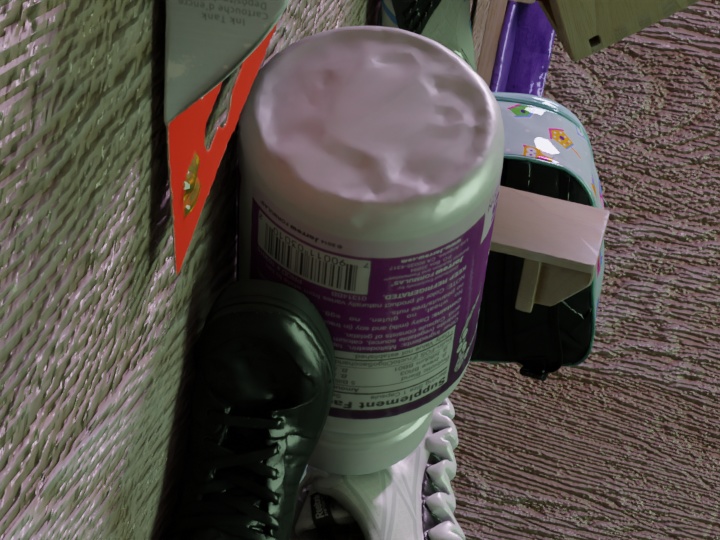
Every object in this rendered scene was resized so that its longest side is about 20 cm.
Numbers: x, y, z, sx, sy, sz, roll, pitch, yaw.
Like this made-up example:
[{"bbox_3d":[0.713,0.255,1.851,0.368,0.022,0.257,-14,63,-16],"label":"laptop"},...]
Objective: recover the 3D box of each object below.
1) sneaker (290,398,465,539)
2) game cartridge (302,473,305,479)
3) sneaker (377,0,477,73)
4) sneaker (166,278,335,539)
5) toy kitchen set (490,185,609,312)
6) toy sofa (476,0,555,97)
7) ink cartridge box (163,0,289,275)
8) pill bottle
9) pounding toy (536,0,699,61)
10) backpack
[{"bbox_3d":[0.003,0.104,0.986,0.075,0.080,0.201,-56,-150,33],"label":"sneaker"},{"bbox_3d":[-0.025,0.023,1.106,0.201,0.040,0.134,-70,174,-56],"label":"game cartridge"},{"bbox_3d":[0.036,-0.163,1.264,0.073,0.071,0.201,47,-30,43],"label":"sneaker"},{"bbox_3d":[-0.052,0.108,0.857,0.105,0.059,0.201,-80,180,-46],"label":"sneaker"},{"bbox_3d":[0.065,0.032,1.325,0.200,0.161,0.182,-64,164,-57],"label":"toy kitchen set"},{"bbox_3d":[0.160,-0.216,2.241,0.083,0.097,0.202,-63,164,-72],"label":"toy sofa"},{"bbox_3d":[-0.026,-0.119,0.708,0.161,0.047,0.201,-73,171,-47],"label":"ink cartridge box"},{"bbox_3d":[0.000,0.000,0.900,0.201,0.111,0.113,95,8,-51],"label":"pill bottle"},{"bbox_3d":[0.108,-0.245,1.266,0.185,0.141,0.201,64,1,-51],"label":"pounding toy"},{"bbox_3d":[0.093,-0.038,1.489,0.201,0.174,0.154,86,10,-47],"label":"backpack"}]
